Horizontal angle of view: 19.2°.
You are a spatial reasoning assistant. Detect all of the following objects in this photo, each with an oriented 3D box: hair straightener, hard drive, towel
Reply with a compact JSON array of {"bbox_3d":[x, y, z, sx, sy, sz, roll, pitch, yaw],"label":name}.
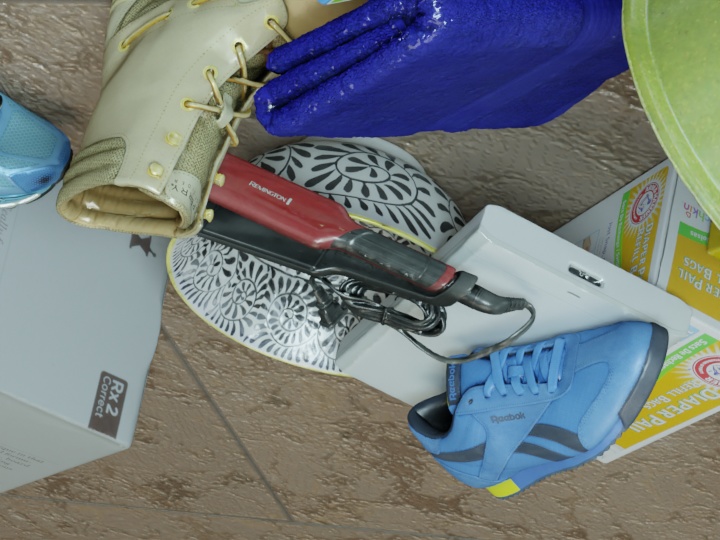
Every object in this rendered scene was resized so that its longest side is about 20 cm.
[{"bbox_3d":[0.000,0.000,1.167,0.200,0.041,0.077,19,141,10],"label":"hair straightener"},{"bbox_3d":[0.083,0.039,1.224,0.132,0.026,0.200,27,148,-12],"label":"hard drive"},{"bbox_3d":[0.059,-0.112,1.060,0.200,0.050,0.148,-6,165,-42],"label":"towel"}]

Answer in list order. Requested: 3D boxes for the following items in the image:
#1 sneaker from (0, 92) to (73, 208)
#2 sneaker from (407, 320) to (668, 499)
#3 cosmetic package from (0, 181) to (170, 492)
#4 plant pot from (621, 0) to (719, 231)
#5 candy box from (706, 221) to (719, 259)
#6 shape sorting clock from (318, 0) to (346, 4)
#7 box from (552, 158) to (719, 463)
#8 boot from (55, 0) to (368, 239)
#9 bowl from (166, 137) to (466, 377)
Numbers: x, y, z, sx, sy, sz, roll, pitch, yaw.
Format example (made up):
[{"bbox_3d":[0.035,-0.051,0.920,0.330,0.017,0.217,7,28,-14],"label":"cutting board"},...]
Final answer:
[{"bbox_3d":[-0.264,-0.103,1.281,0.200,0.078,0.090,24,146,-18],"label":"sneaker"},{"bbox_3d":[0.092,0.070,1.179,0.078,0.066,0.200,32,147,-14],"label":"sneaker"},{"bbox_3d":[-0.254,0.037,1.418,0.165,0.165,0.200,26,149,-31],"label":"cosmetic package"},{"bbox_3d":[0.245,-0.105,0.875,0.200,0.200,0.190,30,131,-27],"label":"plant pot"},{"bbox_3d":[0.286,-0.022,1.128,0.102,0.026,0.200,24,158,-23],"label":"candy box"},{"bbox_3d":[0.056,-0.171,0.951,0.200,0.039,0.200,-19,173,-2],"label":"shape sorting clock"},{"bbox_3d":[0.170,0.028,1.288,0.112,0.101,0.200,26,149,-18],"label":"box"},{"bbox_3d":[-0.066,-0.096,1.119,0.200,0.155,0.073,-5,146,31],"label":"boot"},{"bbox_3d":[-0.009,-0.022,1.289,0.201,0.094,0.201,11,150,6],"label":"bowl"}]
